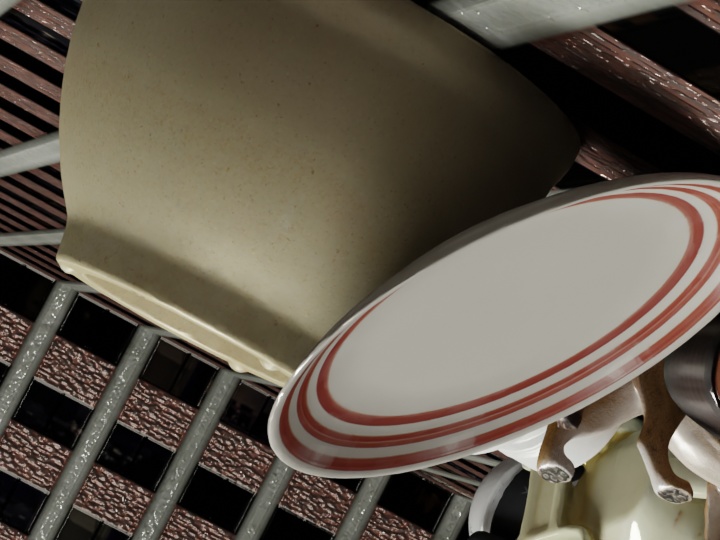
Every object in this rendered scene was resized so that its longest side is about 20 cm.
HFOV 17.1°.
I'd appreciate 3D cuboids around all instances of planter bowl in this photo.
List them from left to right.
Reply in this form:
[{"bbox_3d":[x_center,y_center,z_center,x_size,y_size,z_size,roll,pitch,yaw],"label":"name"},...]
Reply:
[{"bbox_3d":[-0.034,-0.033,0.918,0.200,0.135,0.200,26,173,3],"label":"planter bowl"}]

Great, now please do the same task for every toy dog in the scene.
[{"bbox_3d":[0.219,0.177,1.602,0.194,0.140,0.200,-29,131,36],"label":"toy dog"}]

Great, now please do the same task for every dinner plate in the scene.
[{"bbox_3d":[0.056,0.017,0.874,0.024,0.200,0.200,64,-170,25],"label":"dinner plate"}]

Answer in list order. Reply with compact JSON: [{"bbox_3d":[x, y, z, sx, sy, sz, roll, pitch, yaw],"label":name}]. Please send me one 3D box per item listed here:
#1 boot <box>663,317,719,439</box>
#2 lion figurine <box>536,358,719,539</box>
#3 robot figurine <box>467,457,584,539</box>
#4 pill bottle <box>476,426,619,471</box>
[{"bbox_3d":[0.254,0.073,1.003,0.188,0.069,0.200,40,160,-29],"label":"boot"},{"bbox_3d":[0.159,0.072,1.105,0.072,0.123,0.200,-13,138,38],"label":"lion figurine"},{"bbox_3d":[0.181,0.228,2.024,0.200,0.125,0.150,19,161,48],"label":"robot figurine"},{"bbox_3d":[0.036,0.020,1.129,0.200,0.111,0.111,31,172,-34],"label":"pill bottle"}]
